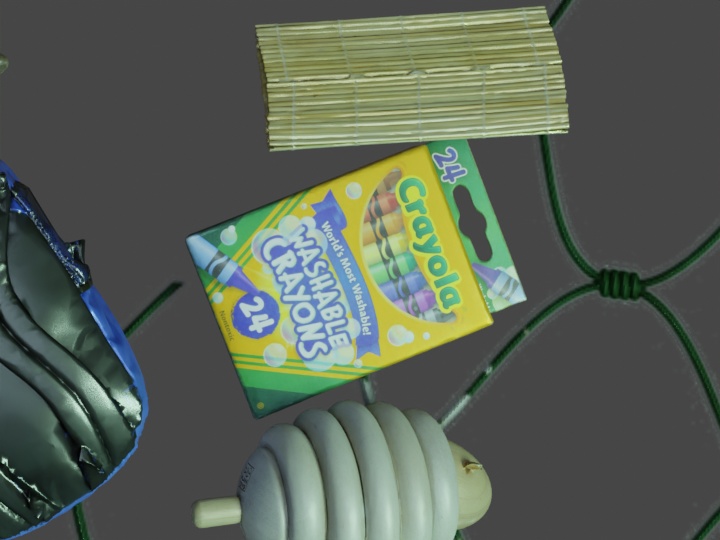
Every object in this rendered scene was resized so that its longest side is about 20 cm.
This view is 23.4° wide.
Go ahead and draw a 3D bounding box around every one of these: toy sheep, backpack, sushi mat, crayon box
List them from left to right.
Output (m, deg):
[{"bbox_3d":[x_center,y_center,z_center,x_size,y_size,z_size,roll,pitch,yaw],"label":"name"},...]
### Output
[{"bbox_3d":[-0.221,0.048,1.060,0.162,0.168,0.201,-35,98,0],"label":"backpack"},{"bbox_3d":[-0.009,0.148,1.101,0.199,0.138,0.139,-5,93,-23],"label":"toy sheep"},{"bbox_3d":[0.000,0.000,1.133,0.199,0.052,0.126,-22,94,-4],"label":"crayon box"},{"bbox_3d":[0.033,-0.125,1.131,0.198,0.012,0.096,-4,62,-4],"label":"sushi mat"}]

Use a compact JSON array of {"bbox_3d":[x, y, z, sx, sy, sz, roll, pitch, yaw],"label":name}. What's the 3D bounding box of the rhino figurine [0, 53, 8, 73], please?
[{"bbox_3d":[-0.330,-0.136,1.098,0.199,0.060,0.088,-21,80,-2],"label":"rhino figurine"}]
